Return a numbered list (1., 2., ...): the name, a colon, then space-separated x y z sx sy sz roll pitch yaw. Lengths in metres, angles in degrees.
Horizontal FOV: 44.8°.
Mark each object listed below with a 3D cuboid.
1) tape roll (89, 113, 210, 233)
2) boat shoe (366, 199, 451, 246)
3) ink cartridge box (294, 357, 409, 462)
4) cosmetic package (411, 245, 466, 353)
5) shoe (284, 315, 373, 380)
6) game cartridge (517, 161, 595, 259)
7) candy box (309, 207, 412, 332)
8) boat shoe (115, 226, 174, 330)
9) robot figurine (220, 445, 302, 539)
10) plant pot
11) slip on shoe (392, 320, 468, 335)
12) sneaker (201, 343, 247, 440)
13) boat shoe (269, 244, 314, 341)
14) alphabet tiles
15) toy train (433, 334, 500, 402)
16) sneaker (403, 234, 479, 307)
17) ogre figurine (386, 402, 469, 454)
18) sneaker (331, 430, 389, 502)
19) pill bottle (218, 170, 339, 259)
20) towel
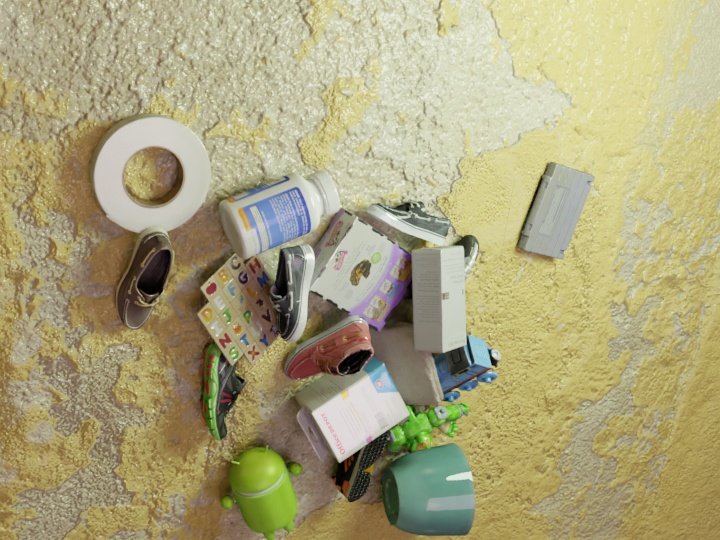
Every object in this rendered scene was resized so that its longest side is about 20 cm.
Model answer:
1. tape roll: -0.352 -0.161 1.466 0.202 0.037 0.204 -12 115 -26
2. boat shoe: 0.100 -0.107 1.721 0.199 0.072 0.068 19 98 -33
3. ink cartridge box: -0.030 0.277 1.761 0.200 0.125 0.129 -31 108 -14
4. cosmetic package: 0.155 0.055 1.712 0.102 0.074 0.201 -9 97 -55
5. shoe: -0.063 0.173 1.696 0.200 0.091 0.071 -34 130 15
6. game cartridge: 0.428 -0.130 1.920 0.129 0.038 0.201 13 103 -29
7. candy box: 0.000 0.000 1.709 0.200 0.072 0.168 33 92 -35
8. boat shoe: -0.369 0.025 1.501 0.072 0.060 0.201 7 119 -36
9. robot figurine: -0.194 0.442 1.755 0.175 0.116 0.201 -23 119 -14
10. plant pot: 0.139 0.487 1.921 0.160 0.201 0.202 -1 111 -16
11. slip on shoe: 0.151 0.125 1.852 0.199 0.076 0.061 15 71 -28
12. sneaker: -0.256 0.235 1.659 0.083 0.077 0.201 -2 112 -24
13. boat shoe: -0.136 0.046 1.615 0.068 0.072 0.201 -7 126 -31
14. alphabet tiles: -0.217 0.073 1.622 0.166 0.006 0.200 -48 127 -28
15. toy train: 0.201 0.212 1.852 0.114 0.087 0.200 22 137 -39
16. sneaker: 0.157 -0.005 1.796 0.115 0.075 0.201 32 84 -22
17. ogre figurine: 0.130 0.337 1.876 0.120 0.199 0.099 32 50 -65
18. sneaker: -0.011 0.387 1.849 0.070 0.090 0.201 -1 117 -48
19. pill bottle: -0.142 -0.106 1.561 0.199 0.112 0.112 -23 120 -19
20. towel: 0.093 0.195 1.810 0.035 0.132 0.201 -53 135 -49
